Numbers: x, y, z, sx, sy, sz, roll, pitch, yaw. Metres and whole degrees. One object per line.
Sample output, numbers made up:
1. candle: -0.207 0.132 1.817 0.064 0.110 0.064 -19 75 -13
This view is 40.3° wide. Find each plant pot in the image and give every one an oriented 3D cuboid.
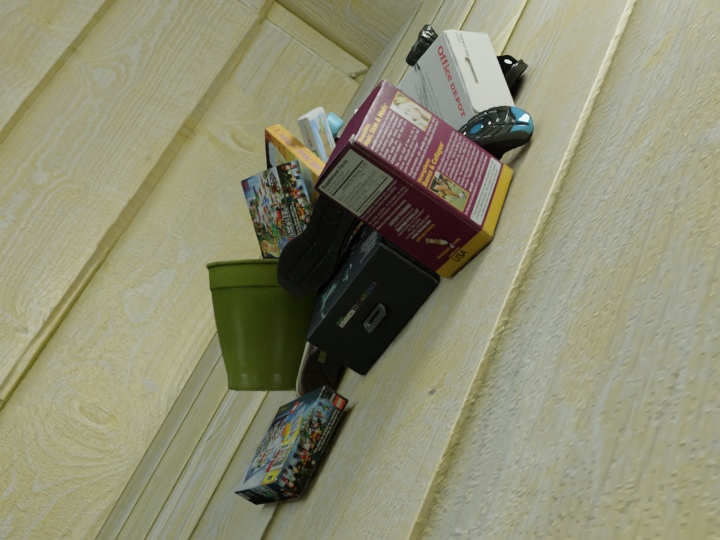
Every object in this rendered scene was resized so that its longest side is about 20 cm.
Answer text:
1. plant pot: -0.139 0.088 1.506 0.200 0.199 0.194 160 111 -73

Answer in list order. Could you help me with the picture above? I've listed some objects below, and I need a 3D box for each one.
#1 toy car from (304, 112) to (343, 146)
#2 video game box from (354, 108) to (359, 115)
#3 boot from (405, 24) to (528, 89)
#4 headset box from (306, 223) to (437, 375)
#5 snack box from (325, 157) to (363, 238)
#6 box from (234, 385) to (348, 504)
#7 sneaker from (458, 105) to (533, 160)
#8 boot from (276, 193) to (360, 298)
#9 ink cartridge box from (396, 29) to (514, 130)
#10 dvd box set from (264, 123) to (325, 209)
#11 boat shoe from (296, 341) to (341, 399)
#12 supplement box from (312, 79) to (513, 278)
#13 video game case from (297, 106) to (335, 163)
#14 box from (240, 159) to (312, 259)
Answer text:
1. toy car: -0.052 -0.159 1.860 0.177 0.184 0.200 -46 8 46
2. video game box: 0.039 -0.156 1.523 0.047 0.183 0.200 -17 17 6
3. boot: 0.154 -0.314 1.488 0.080 0.158 0.211 -55 9 -5
4. headset box: 0.019 0.016 1.307 0.174 0.093 0.200 -52 11 22
5. snack box: -0.001 -0.122 1.528 0.053 0.143 0.200 -20 11 7
6. box: -0.094 0.234 1.288 0.137 0.038 0.200 -61 11 -24
7. sneaker: 0.155 -0.155 1.281 0.200 0.082 0.073 -11 34 50
8. boot: -0.030 -0.059 1.362 0.200 0.077 0.138 -52 -4 36
9. ink cartridge box: 0.122 -0.227 1.407 0.200 0.083 0.146 -42 59 52
10. dvd box set: -0.083 -0.114 1.483 0.029 0.200 0.147 -21 -46 -25
11. boat shoe: -0.050 0.112 1.431 0.200 0.071 0.076 -64 0 -32
12. supplement box: 0.065 -0.107 1.165 0.103 0.200 0.131 -45 14 47
13. video game case: -0.050 -0.165 1.561 0.022 0.183 0.200 -17 12 8
14. box: -0.121 -0.085 1.481 0.038 0.137 0.200 -17 4 -21
